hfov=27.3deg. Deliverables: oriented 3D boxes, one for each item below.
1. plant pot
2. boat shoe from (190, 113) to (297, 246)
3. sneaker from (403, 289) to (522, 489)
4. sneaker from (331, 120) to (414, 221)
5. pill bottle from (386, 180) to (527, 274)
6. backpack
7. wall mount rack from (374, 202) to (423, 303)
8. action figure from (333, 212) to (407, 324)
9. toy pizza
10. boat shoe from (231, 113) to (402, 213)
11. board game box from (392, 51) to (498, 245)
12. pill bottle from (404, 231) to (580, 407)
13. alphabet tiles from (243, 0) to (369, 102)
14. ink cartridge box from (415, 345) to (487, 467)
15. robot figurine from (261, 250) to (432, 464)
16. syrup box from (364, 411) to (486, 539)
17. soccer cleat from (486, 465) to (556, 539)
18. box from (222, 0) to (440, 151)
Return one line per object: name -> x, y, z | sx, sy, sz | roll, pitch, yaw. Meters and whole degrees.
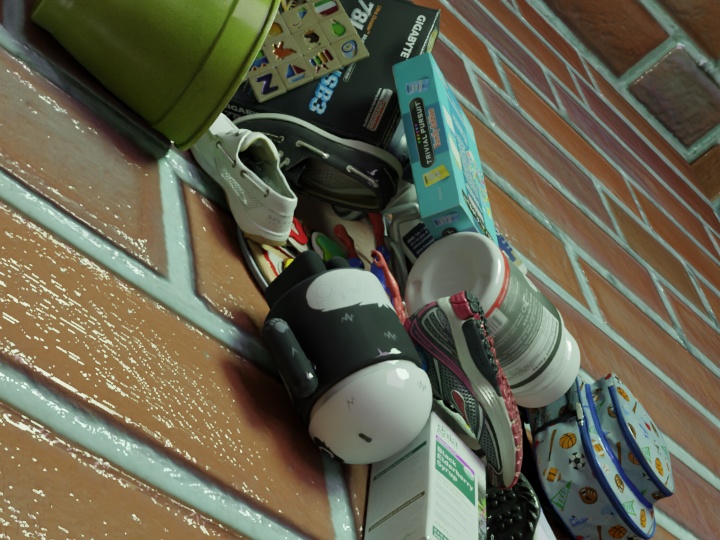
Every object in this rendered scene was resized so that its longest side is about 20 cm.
plant pot -> -0.207, -0.252, 1.439 | 0.192, 0.201, 0.201 | 30, 26, -20
boat shoe -> -0.114, -0.112, 1.509 | 0.070, 0.070, 0.200 | 5, 38, -42
sneaker -> 0.105, 0.118, 1.421 | 0.081, 0.074, 0.201 | -67, 137, -73
sneaker -> 0.042, -0.114, 1.704 | 0.146, 0.077, 0.203 | 34, 47, -28
pill bottle -> 0.105, -0.043, 1.831 | 0.200, 0.111, 0.111 | 51, 20, 1
backpack -> 0.273, 0.228, 1.694 | 0.200, 0.154, 0.191 | 44, 31, -27
wall mount rack -> 0.068, 0.017, 1.647 | 0.200, 0.074, 0.175 | -137, -145, -80
action figure -> 0.000, 0.000, 1.504 | 0.201, 0.065, 0.099 | -102, 165, -48
toy pizza -> -0.051, 0.002, 1.538 | 0.200, 0.032, 0.201 | 43, 21, -21
boat shoe -> -0.056, -0.110, 1.582 | 0.198, 0.074, 0.061 | 19, 47, 7
board game box -> 0.093, -0.107, 1.578 | 0.151, 0.047, 0.201 | 51, 25, -54
pill bottle -> 0.141, 0.056, 1.532 | 0.200, 0.113, 0.114 | 42, 21, -44
alphabet tiles -> -0.113, -0.260, 1.645 | 0.008, 0.199, 0.168 | 79, -15, -60
ink cartridge box -> 0.092, 0.150, 1.539 | 0.200, 0.067, 0.117 | 22, 35, -54
robot figurine -> -0.016, 0.081, 1.353 | 0.125, 0.149, 0.201 | 101, -34, -55
syrup box -> 0.059, 0.222, 1.327 | 0.079, 0.081, 0.200 | 46, 22, -17
soccer cleat -> 0.174, 0.288, 1.501 | 0.201, 0.068, 0.073 | 63, 6, 28
box -> -0.034, -0.233, 1.657 | 0.197, 0.201, 0.050 | 18, -27, 13
